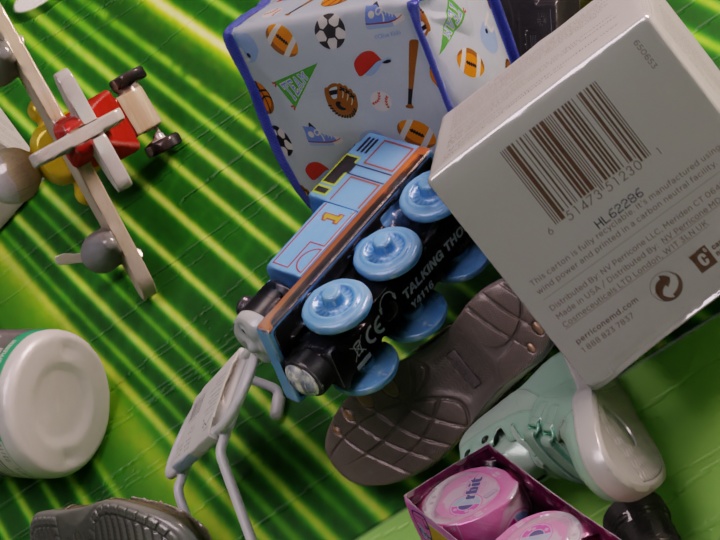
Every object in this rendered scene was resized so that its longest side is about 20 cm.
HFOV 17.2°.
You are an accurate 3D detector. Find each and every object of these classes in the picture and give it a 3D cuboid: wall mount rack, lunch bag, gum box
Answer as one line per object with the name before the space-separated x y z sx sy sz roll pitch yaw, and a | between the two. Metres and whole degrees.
wall mount rack | -0.084 0.134 1.620 0.200 0.074 0.174 135 156 -65
lunch bag | 0.028 -0.112 1.654 0.170 0.200 0.124 -5 28 38
gum box | 0.112 0.193 1.357 0.066 0.114 0.200 -31 28 -14

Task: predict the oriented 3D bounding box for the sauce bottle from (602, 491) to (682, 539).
sauce bottle | 0.197 0.212 1.387 0.065 0.065 0.200 -36 45 14

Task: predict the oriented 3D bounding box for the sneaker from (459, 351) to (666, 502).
sneaker | 0.117 0.122 1.464 0.118 0.074 0.200 -40 12 9

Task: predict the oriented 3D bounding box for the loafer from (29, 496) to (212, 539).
loafer | -0.157 0.186 1.656 0.200 0.070 0.075 0 103 52

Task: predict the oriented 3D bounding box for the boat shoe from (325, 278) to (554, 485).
boat shoe | 0.063 0.076 1.582 0.200 0.072 0.076 -37 82 23

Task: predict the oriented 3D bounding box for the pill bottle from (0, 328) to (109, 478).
pill bottle | -0.299 0.101 1.820 0.200 0.113 0.113 -2 62 38

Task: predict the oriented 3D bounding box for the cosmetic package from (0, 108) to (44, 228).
cosmetic package | -0.360 -0.111 2.028 0.108 0.085 0.200 -49 45 6

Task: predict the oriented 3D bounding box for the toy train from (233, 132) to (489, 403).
toy train | 0.000 0.000 1.548 0.114 0.087 0.200 17 55 39

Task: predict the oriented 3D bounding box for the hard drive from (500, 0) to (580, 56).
hard drive | 0.069 -0.177 1.716 0.200 0.038 0.140 -1 96 38

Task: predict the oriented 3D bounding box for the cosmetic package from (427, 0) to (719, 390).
cosmetic package | 0.158 -0.062 1.466 0.167 0.166 0.200 -37 9 14

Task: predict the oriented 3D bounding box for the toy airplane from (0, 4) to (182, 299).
toy airplane | -0.228 -0.091 1.828 0.141 0.199 0.200 -27 50 9

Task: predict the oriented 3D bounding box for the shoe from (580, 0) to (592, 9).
shoe | 0.200 -0.250 1.693 0.200 0.053 0.070 -33 47 17
